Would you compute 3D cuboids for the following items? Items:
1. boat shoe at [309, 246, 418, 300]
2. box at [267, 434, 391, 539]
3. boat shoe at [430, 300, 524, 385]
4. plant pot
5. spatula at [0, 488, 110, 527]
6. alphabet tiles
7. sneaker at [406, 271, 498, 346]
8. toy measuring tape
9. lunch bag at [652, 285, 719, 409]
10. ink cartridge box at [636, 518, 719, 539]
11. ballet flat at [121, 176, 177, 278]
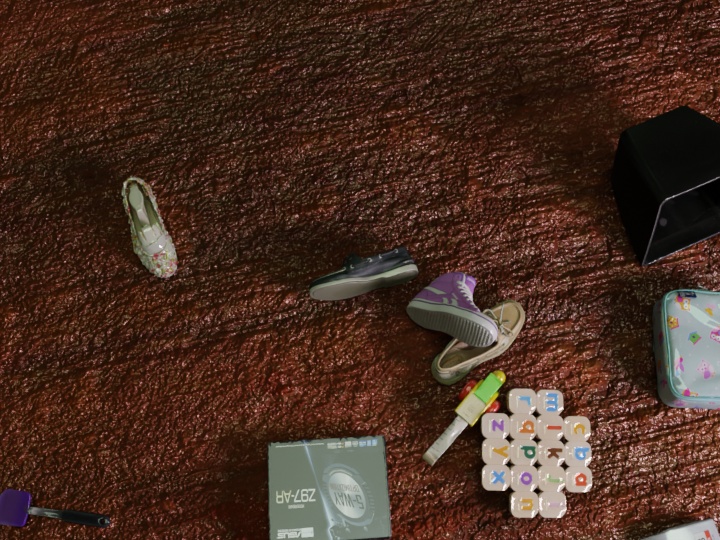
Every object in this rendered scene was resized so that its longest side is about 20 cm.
[{"bbox_3d":[0.000,-0.001,1.585,0.195,0.075,0.067,-14,67,-5],"label":"boat shoe"},{"bbox_3d":[-0.051,0.357,1.469,0.195,0.044,0.164,-3,69,0],"label":"box"},{"bbox_3d":[0.205,0.120,1.541,0.199,0.063,0.073,-40,73,-13],"label":"boat shoe"},{"bbox_3d":[0.545,-0.163,1.578,0.196,0.201,0.180,-23,60,-7],"label":"plant pot"},{"bbox_3d":[-0.502,0.396,1.475,0.195,0.021,0.058,7,76,2],"label":"spatula"},{"bbox_3d":[0.285,0.296,1.472,0.191,0.015,0.205,3,79,-13],"label":"alphabet tiles"},{"bbox_3d":[0.174,0.053,1.520,0.114,0.073,0.199,-43,36,-21],"label":"sneaker"},{"bbox_3d":[0.172,0.245,1.493,0.073,0.074,0.200,39,74,14],"label":"toy measuring tape"},{"bbox_3d":[0.579,0.128,1.523,0.156,0.077,0.205,3,70,2],"label":"lunch bag"},{"bbox_3d":[0.482,0.492,1.407,0.195,0.050,0.165,-13,70,-7],"label":"ink cartridge box"},{"bbox_3d":[-0.388,-0.081,1.627,0.074,0.064,0.203,-24,72,-9],"label":"ballet flat"}]
